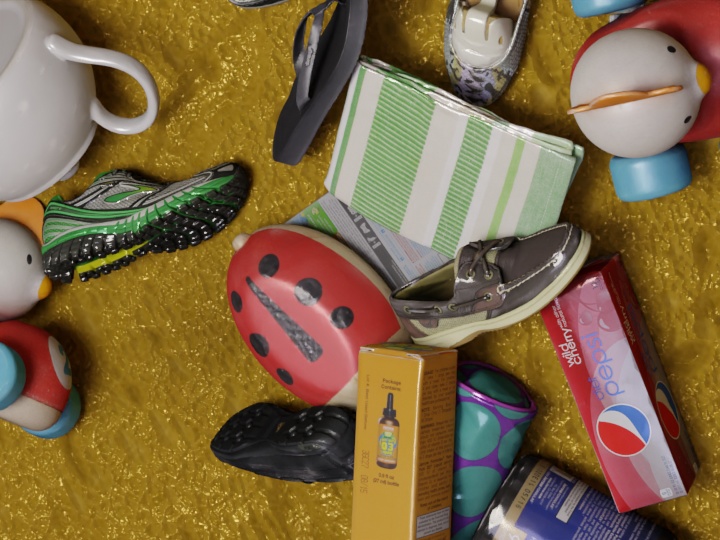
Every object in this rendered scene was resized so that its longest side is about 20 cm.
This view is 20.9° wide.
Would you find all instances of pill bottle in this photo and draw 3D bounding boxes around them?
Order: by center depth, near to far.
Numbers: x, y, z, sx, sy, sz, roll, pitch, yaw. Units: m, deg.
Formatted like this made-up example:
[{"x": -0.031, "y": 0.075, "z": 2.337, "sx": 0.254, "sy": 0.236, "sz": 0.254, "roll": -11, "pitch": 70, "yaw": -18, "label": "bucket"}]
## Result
[{"x": 0.198, "y": 0.246, "z": 1.628, "sx": 0.200, "sy": 0.112, "sz": 0.112, "roll": 29, "pitch": 112, "yaw": 12, "label": "pill bottle"}]

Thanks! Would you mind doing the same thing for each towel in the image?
[{"x": 0.072, "y": -0.080, "z": 1.599, "sx": 0.200, "sy": 0.023, "sz": 0.153, "roll": 24, "pitch": 129, "yaw": 11, "label": "towel"}]

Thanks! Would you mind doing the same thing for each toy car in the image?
[{"x": 0.230, "y": -0.140, "z": 1.458, "sx": 0.176, "sy": 0.200, "sz": 0.185, "roll": -10, "pitch": 101, "yaw": 22, "label": "toy car"}, {"x": -0.321, "y": 0.029, "z": 1.758, "sx": 0.177, "sy": 0.184, "sz": 0.200, "roll": 19, "pitch": 81, "yaw": 15, "label": "toy car"}]

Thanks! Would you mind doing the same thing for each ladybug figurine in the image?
[{"x": -0.041, "y": 0.046, "z": 1.665, "sx": 0.200, "sy": 0.072, "sz": 0.136, "roll": 43, "pitch": 114, "yaw": 5, "label": "ladybug figurine"}]

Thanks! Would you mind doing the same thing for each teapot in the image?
[{"x": -0.295, "y": -0.132, "z": 1.694, "sx": 0.197, "sy": 0.200, "sz": 0.146, "roll": -50, "pitch": 124, "yaw": -6, "label": "teapot"}]

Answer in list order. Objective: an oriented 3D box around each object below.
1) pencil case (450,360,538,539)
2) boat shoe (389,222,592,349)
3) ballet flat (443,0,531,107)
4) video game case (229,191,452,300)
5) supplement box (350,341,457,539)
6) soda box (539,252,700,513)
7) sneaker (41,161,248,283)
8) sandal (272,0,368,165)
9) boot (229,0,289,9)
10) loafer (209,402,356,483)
[{"x": 0.074, "y": 0.175, "z": 1.670, "sx": 0.092, "sy": 0.085, "sz": 0.200, "roll": 25, "pitch": 111, "yaw": 0, "label": "pencil case"}, {"x": 0.100, "y": 0.009, "z": 1.580, "sx": 0.065, "sy": 0.073, "sz": 0.200, "roll": 42, "pitch": 131, "yaw": -19, "label": "boat shoe"}, {"x": 0.105, "y": -0.224, "z": 1.563, "sx": 0.072, "sy": 0.072, "sz": 0.201, "roll": 20, "pitch": 110, "yaw": 14, "label": "ballet flat"}, {"x": 0.000, "y": 0.000, "z": 1.688, "sx": 0.200, "sy": 0.018, "sz": 0.143, "roll": -34, "pitch": 91, "yaw": 24, "label": "video game case"}, {"x": 0.036, "y": 0.161, "z": 1.603, "sx": 0.066, "sy": 0.069, "sz": 0.201, "roll": 7, "pitch": 100, "yaw": 35, "label": "supplement box"}, {"x": 0.212, "y": 0.092, "z": 1.605, "sx": 0.063, "sy": 0.070, "sz": 0.200, "roll": -19, "pitch": 97, "yaw": 24, "label": "soda box"}, {"x": -0.194, "y": -0.060, "z": 1.712, "sx": 0.200, "sy": 0.078, "sz": 0.085, "roll": -17, "pitch": 69, "yaw": 12, "label": "sneaker"}, {"x": -0.040, "y": -0.165, "z": 1.601, "sx": 0.043, "sy": 0.076, "sz": 0.200, "roll": 15, "pitch": 130, "yaw": -16, "label": "sandal"}, {"x": -0.050, "y": -0.265, "z": 1.562, "sx": 0.203, "sy": 0.154, "sz": 0.074, "roll": -24, "pitch": 95, "yaw": 23, "label": "boot"}, {"x": -0.061, "y": 0.157, "z": 1.693, "sx": 0.200, "sy": 0.068, "sz": 0.070, "roll": -6, "pitch": 130, "yaw": 53, "label": "loafer"}]
